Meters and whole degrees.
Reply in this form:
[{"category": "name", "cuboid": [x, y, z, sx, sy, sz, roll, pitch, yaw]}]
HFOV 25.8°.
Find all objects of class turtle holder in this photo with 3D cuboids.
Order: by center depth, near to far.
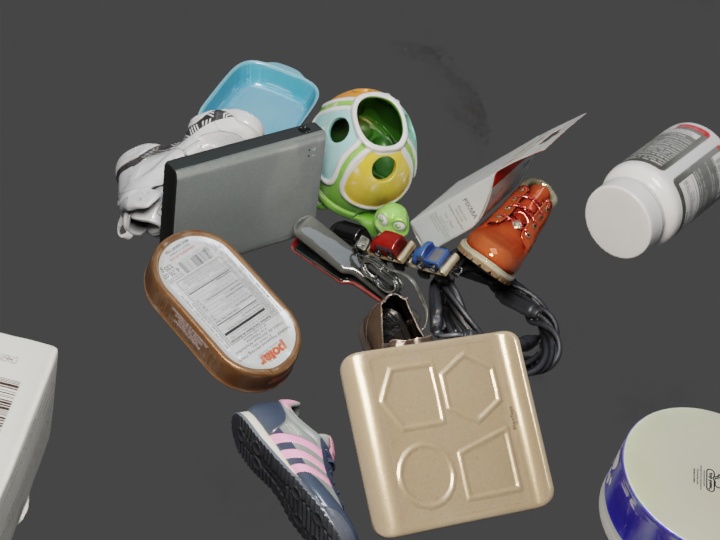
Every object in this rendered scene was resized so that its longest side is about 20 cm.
[{"category": "turtle holder", "cuboid": [0.001, -0.129, 1.867, 0.139, 0.132, 0.187, 19, 61, -11]}]

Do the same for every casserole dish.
[{"category": "casserole dish", "cuboid": [-0.130, -0.196, 1.980, 0.120, 0.039, 0.201, 22, 42, 7]}]

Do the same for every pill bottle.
[{"category": "pill bottle", "cuboid": [0.372, -0.099, 1.971, 0.113, 0.115, 0.199, 36, 45, 22]}]

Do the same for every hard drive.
[{"category": "hard drive", "cuboid": [-0.134, -0.082, 1.771, 0.198, 0.141, 0.033, -18, 44, -32]}]

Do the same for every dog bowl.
[{"category": "dog bowl", "cuboid": [0.350, 0.239, 1.614, 0.197, 0.079, 0.201, 9, 42, -8]}]

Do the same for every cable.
[{"category": "cable", "cuboid": [0.152, 0.040, 1.779, 0.161, 0.051, 0.201, 18, 32, -10]}]

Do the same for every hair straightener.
[{"category": "hair straightener", "cuboid": [0.000, 0.000, 1.775, 0.200, 0.077, 0.041, 40, 63, 22]}]

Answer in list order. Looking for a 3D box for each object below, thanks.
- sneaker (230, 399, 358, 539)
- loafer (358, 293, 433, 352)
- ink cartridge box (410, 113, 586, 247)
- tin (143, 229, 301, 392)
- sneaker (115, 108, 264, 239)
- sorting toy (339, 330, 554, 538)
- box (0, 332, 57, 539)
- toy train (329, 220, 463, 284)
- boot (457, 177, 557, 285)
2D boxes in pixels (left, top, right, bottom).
[{"category": "sneaker", "cuboid": [-0.045, 0.198, 1.541, 0.081, 0.071, 0.200, -19, 53, -30]}, {"category": "loafer", "cuboid": [0.049, 0.103, 1.677, 0.072, 0.072, 0.201, -7, 46, -24]}, {"category": "ink cartridge box", "cuboid": [0.170, -0.104, 1.841, 0.048, 0.199, 0.160, 59, 33, -5]}, {"category": "tin", "cuboid": [-0.147, 0.041, 1.677, 0.112, 0.042, 0.200, -35, 75, -33]}, {"category": "sneaker", "cuboid": [-0.196, -0.102, 1.780, 0.198, 0.075, 0.116, -20, 46, 23]}, {"category": "sorting toy", "cuboid": [0.086, 0.165, 1.598, 0.198, 0.036, 0.188, -8, 77, -22]}, {"category": "box", "cuboid": [-0.397, 0.157, 1.430, 0.197, 0.132, 0.200, 13, 41, -2]}, {"category": "toy train", "cuboid": [0.037, -0.025, 1.776, 0.199, 0.046, 0.034, 17, 56, 43]}, {"category": "boot", "cuboid": [0.174, -0.052, 1.809, 0.075, 0.108, 0.200, 36, 21, 3]}]
